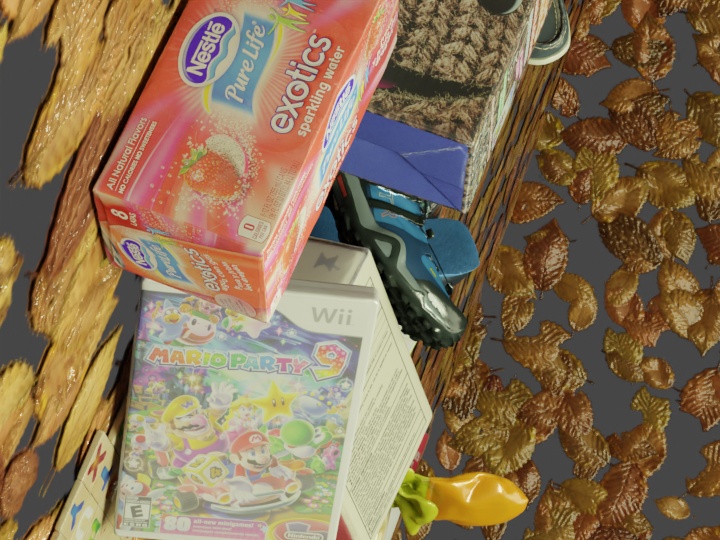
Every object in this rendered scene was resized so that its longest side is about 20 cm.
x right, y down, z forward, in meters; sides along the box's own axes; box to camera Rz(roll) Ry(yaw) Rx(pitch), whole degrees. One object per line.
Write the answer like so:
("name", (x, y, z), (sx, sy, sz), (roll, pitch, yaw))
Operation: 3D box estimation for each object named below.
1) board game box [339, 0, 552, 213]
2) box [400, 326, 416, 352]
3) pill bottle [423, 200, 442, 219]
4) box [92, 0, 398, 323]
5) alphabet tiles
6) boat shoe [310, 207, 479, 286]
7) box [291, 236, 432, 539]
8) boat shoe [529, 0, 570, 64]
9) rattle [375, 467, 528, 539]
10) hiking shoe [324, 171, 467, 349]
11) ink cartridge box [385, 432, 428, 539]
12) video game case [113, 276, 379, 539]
("board game box", (0.030, -0.164, 1.377), (0.097, 0.159, 0.200), (92, 19, -65))
("box", (-0.020, 0.137, 1.626), (0.200, 0.036, 0.144), (-60, 178, -30))
("pill bottle", (0.012, -0.046, 1.719), (0.200, 0.106, 0.106), (98, 14, -54))
("box", (-0.059, -0.089, 1.171), (0.095, 0.102, 0.200), (91, 21, -65))
("alphabet tiles", (-0.171, 0.173, 1.369), (0.200, 0.006, 0.167), (85, 26, -71))
("boat shoe", (0.000, 0.000, 1.609), (0.069, 0.200, 0.084), (-34, -124, 46))
("box", (-0.041, 0.083, 1.452), (0.128, 0.109, 0.200), (-62, 150, -30))
("boat shoe", (0.101, -0.250, 1.605), (0.062, 0.075, 0.200), (110, -42, -74))
("rattle", (0.035, 0.220, 1.622), (0.130, 0.143, 0.200), (-63, 180, 18))
("hiking shoe", (0.023, -0.042, 1.456), (0.087, 0.200, 0.074), (-33, 174, -16))
("ink cartridge box", (-0.046, 0.202, 1.775), (0.083, 0.145, 0.200), (62, 48, -80))
("video game case", (-0.073, 0.090, 1.320), (0.018, 0.143, 0.200), (-94, -168, -57))
